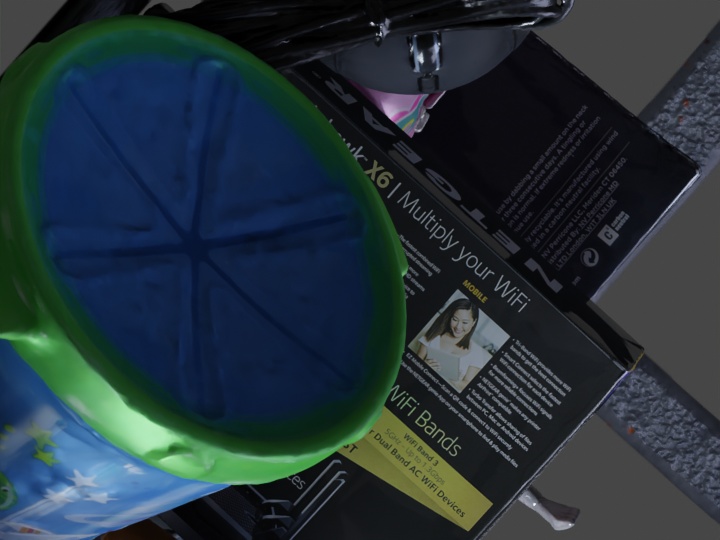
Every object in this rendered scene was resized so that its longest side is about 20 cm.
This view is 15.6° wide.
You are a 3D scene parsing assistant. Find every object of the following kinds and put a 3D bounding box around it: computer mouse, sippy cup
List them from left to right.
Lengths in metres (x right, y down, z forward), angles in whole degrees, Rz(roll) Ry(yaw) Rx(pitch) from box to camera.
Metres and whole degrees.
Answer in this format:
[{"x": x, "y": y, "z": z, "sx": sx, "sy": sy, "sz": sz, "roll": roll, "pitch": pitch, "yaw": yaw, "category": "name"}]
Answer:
[{"x": -0.078, "y": 0.017, "z": 0.747, "sx": 0.130, "sy": 0.178, "sz": 0.140, "roll": -35, "pitch": -143, "yaw": 40, "category": "sippy cup"}, {"x": -0.007, "y": -0.074, "z": 0.862, "sx": 0.140, "sy": 0.046, "sz": 0.200, "roll": -9, "pitch": -172, "yaw": -4, "category": "computer mouse"}]

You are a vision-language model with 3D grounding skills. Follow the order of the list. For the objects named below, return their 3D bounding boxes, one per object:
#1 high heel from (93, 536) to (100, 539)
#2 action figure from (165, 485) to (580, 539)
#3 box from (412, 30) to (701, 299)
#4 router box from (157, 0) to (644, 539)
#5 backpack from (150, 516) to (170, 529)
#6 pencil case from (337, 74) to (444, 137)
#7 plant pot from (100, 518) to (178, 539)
[{"x": -0.086, "y": 0.048, "z": 0.854, "sx": 0.200, "sy": 0.143, "sz": 0.071, "roll": -48, "pitch": 179, "yaw": -29, "category": "high heel"}, {"x": -0.019, "y": 0.096, "z": 1.245, "sx": 0.200, "sy": 0.194, "sz": 0.105, "roll": -37, "pitch": -165, "yaw": 0, "category": "action figure"}, {"x": 0.039, "y": -0.059, "z": 1.162, "sx": 0.104, "sy": 0.182, "sz": 0.200, "roll": -49, "pitch": 178, "yaw": 0, "category": "box"}, {"x": -0.025, "y": 0.022, "z": 0.943, "sx": 0.157, "sy": 0.200, "sz": 0.052, "roll": -48, "pitch": 176, "yaw": 15, "category": "router box"}, {"x": -0.078, "y": 0.097, "z": 1.337, "sx": 0.183, "sy": 0.200, "sz": 0.135, "roll": -52, "pitch": -176, "yaw": -30, "category": "backpack"}, {"x": 0.038, "y": -0.134, "z": 1.013, "sx": 0.200, "sy": 0.087, "sz": 0.087, "roll": -50, "pitch": 179, "yaw": -14, "category": "pencil case"}, {"x": -0.169, "y": 0.143, "z": 0.976, "sx": 0.200, "sy": 0.140, "sz": 0.200, "roll": -49, "pitch": 180, "yaw": 0, "category": "plant pot"}]
